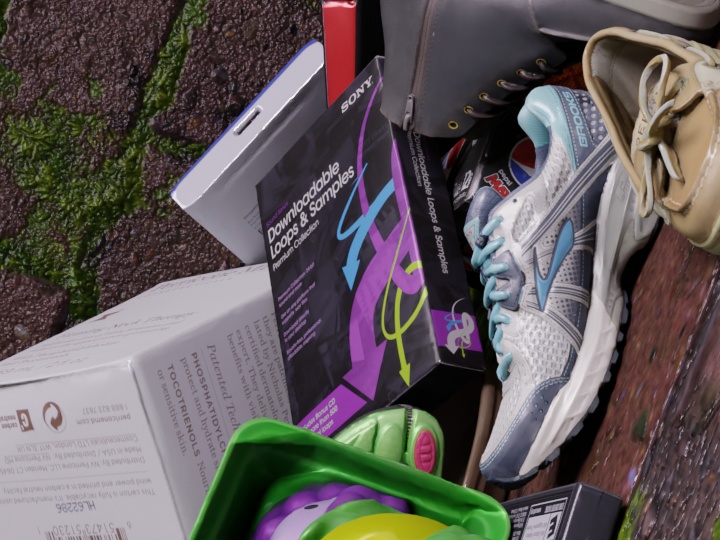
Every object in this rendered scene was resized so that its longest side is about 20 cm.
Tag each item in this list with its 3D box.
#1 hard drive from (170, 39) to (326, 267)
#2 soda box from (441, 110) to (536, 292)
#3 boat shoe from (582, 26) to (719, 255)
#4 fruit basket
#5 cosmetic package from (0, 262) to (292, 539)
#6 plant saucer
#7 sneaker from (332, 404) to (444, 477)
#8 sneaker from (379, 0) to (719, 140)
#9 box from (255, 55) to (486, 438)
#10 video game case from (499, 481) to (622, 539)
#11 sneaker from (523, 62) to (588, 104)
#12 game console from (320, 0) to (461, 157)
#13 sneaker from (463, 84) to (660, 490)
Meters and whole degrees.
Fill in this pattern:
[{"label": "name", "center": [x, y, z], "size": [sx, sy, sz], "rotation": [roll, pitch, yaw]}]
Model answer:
[{"label": "hard drive", "center": [-0.021, -0.046, 1.392], "size": [0.132, 0.200, 0.025], "rotation": [-47, 50, 0]}, {"label": "soda box", "center": [0.079, -0.039, 1.255], "size": [0.200, 0.070, 0.064], "rotation": [138, 153, -77]}, {"label": "boat shoe", "center": [0.133, -0.061, 0.922], "size": [0.200, 0.062, 0.074], "rotation": [-97, 30, -75]}, {"label": "fruit basket", "center": [-0.012, 0.158, 0.908], "size": [0.216, 0.154, 0.217], "rotation": [19, -90, -84]}, {"label": "cosmetic package", "center": [-0.106, 0.105, 1.313], "size": [0.167, 0.168, 0.200], "rotation": [-10, 12, 40]}, {"label": "plant saucer", "center": [0.040, 0.145, 1.181], "size": [0.200, 0.029, 0.201], "rotation": [-158, 90, -84]}, {"label": "sneaker", "center": [-0.012, 0.139, 1.180], "size": [0.084, 0.076, 0.201], "rotation": [-83, 17, -51]}, {"label": "sneaker", "center": [0.095, -0.113, 1.107], "size": [0.075, 0.199, 0.107], "rotation": [-18, -62, -46]}, {"label": "box", "center": [0.000, 0.000, 1.214], "size": [0.143, 0.036, 0.201], "rotation": [-44, 45, 43]}, {"label": "video game case", "center": [0.052, 0.191, 0.964], "size": [0.200, 0.025, 0.182], "rotation": [139, 152, -75]}, {"label": "sneaker", "center": [0.094, -0.120, 1.205], "size": [0.200, 0.077, 0.074], "rotation": [-31, 65, 46]}, {"label": "game console", "center": [0.034, -0.112, 1.373], "size": [0.200, 0.031, 0.178], "rotation": [-8, -80, -59]}, {"label": "sneaker", "center": [0.082, 0.005, 1.026], "size": [0.078, 0.086, 0.201], "rotation": [130, 160, -72]}]
